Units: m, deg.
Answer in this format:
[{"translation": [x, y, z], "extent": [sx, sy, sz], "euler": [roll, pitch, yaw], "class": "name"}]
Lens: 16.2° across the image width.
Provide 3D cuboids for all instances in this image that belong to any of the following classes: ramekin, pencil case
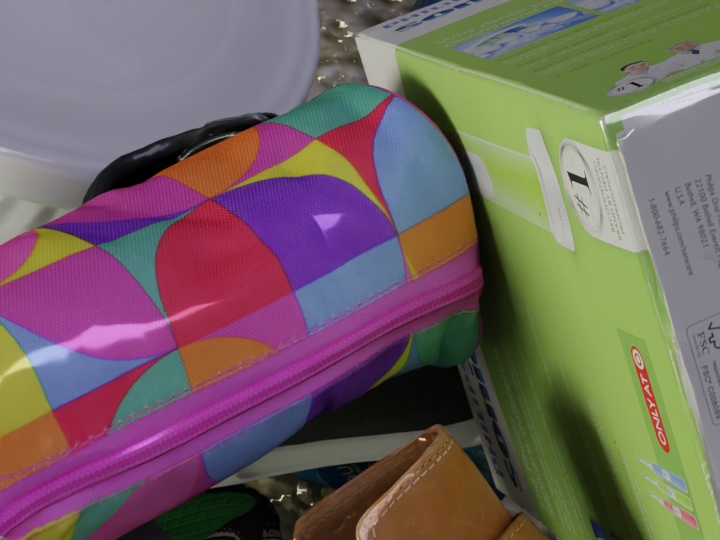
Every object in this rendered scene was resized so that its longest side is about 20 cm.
[{"translation": [-0.122, -0.080, 0.819], "extent": [0.201, 0.094, 0.203], "euler": [19, 45, -20], "class": "ramekin"}, {"translation": [-0.057, 0.024, 0.626], "extent": [0.200, 0.088, 0.089], "euler": [-30, 76, -32], "class": "pencil case"}]

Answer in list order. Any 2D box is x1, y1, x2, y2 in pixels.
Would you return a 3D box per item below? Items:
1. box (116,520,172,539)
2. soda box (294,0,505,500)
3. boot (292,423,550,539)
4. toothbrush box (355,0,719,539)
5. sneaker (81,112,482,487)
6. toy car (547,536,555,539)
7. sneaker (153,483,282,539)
[{"translation": [-0.124, 0.104, 0.634], "extent": [0.200, 0.050, 0.158], "euler": [44, 55, 5], "class": "box"}, {"translation": [0.036, -0.015, 0.886], "extent": [0.067, 0.064, 0.201], "euler": [21, 57, -11], "class": "soda box"}, {"translation": [-0.009, 0.148, 0.600], "extent": [0.200, 0.074, 0.155], "euler": [-39, 101, -22], "class": "boot"}, {"translation": [0.081, 0.002, 0.651], "extent": [0.086, 0.200, 0.146], "euler": [-22, 104, -13], "class": "toothbrush box"}, {"translation": [0.000, 0.000, 0.756], "extent": [0.199, 0.100, 0.071], "euler": [-12, 40, -24], "class": "sneaker"}, {"translation": [0.059, 0.133, 0.732], "extent": [0.199, 0.185, 0.177], "euler": [11, 17, 1], "class": "toy car"}, {"translation": [-0.092, 0.139, 0.745], "extent": [0.085, 0.078, 0.200], "euler": [46, 64, -1], "class": "sneaker"}]
